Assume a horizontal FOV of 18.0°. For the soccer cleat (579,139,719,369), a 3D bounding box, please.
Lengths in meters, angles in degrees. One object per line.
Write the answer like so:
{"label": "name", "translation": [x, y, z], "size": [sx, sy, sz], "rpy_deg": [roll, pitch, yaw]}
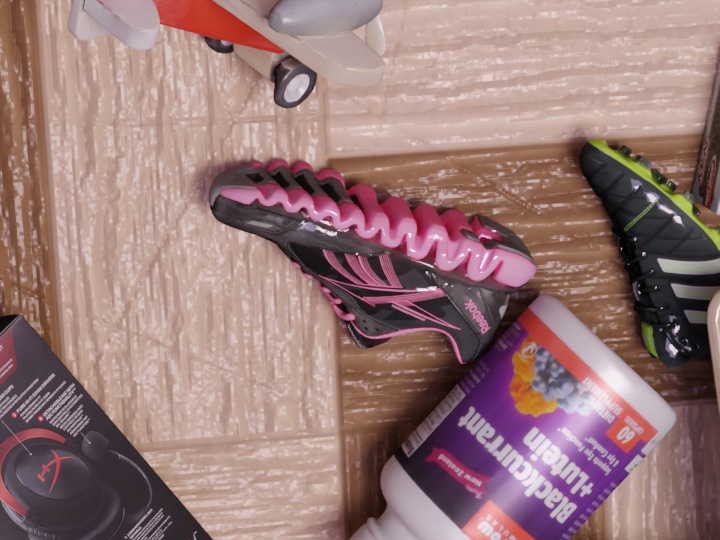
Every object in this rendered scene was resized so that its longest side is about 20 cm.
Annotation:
{"label": "soccer cleat", "translation": [0.189, 0.007, 1.366], "size": [0.081, 0.068, 0.200], "rpy_deg": [-43, 107, 1]}

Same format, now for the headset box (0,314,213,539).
{"label": "headset box", "translation": [-0.205, 0.134, 1.298], "size": [0.149, 0.075, 0.200], "rpy_deg": [-47, 107, -26]}

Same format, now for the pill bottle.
{"label": "pill bottle", "translation": [0.083, 0.122, 1.348], "size": [0.111, 0.111, 0.200], "rpy_deg": [41, 93, -14]}

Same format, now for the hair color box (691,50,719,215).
{"label": "hair color box", "translation": [0.308, -0.071, 1.370], "size": [0.198, 0.061, 0.100], "rpy_deg": [8, 100, -10]}

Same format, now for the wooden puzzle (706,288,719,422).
{"label": "wooden puzzle", "translation": [0.272, 0.103, 1.340], "size": [0.184, 0.037, 0.202], "rpy_deg": [-3, 89, -49]}

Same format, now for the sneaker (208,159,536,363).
{"label": "sneaker", "translation": [0.000, 0.000, 1.337], "size": [0.199, 0.079, 0.096], "rpy_deg": [18, 110, -11]}

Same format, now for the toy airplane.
{"label": "toy airplane", "translation": [-0.075, -0.174, 1.219], "size": [0.199, 0.199, 0.142], "rpy_deg": [28, 106, -12]}
